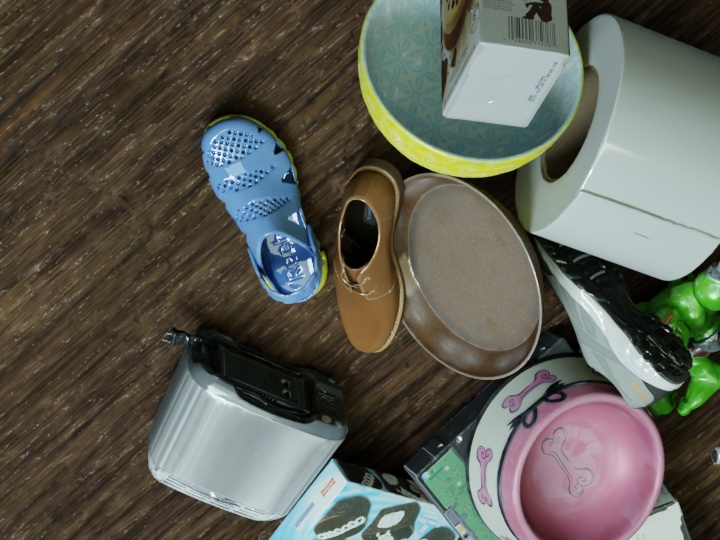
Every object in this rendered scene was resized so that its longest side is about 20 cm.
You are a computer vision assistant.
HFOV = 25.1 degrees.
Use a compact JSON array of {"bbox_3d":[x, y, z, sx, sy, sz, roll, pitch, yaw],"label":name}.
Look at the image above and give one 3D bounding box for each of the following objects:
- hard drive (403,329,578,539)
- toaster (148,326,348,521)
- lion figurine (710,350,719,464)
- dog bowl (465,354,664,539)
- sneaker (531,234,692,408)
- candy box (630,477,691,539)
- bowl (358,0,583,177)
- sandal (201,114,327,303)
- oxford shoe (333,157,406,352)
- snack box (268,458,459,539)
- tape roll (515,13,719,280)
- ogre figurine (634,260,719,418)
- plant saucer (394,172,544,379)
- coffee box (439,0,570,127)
[{"bbox_3d":[0.155,0.175,1.586,0.200,0.038,0.140,-43,114,-9],"label":"hard drive"},{"bbox_3d":[-0.117,0.148,1.529,0.199,0.114,0.130,23,111,-17],"label":"toaster"},{"bbox_3d":[0.420,0.149,1.620,0.121,0.072,0.202,-1,109,-18],"label":"lion figurine"},{"bbox_3d":[0.204,0.187,1.548,0.198,0.074,0.202,-5,105,-21],"label":"dog bowl"},{"bbox_3d":[0.219,0.044,1.506,0.074,0.201,0.079,-18,154,-41],"label":"sneaker"},{"bbox_3d":[0.248,0.313,1.673,0.198,0.061,0.137,-21,114,3],"label":"candy box"},{"bbox_3d":[0.086,-0.157,1.413,0.198,0.202,0.108,7,154,-10],"label":"bowl"},{"bbox_3d":[-0.082,-0.049,1.464,0.079,0.087,0.201,-26,112,6],"label":"sandal"},{"bbox_3d":[0.000,0.000,1.489,0.071,0.071,0.202,9,124,16],"label":"oxford shoe"},{"bbox_3d":[0.012,0.257,1.587,0.199,0.037,0.117,22,111,-45],"label":"snack box"},{"bbox_3d":[0.240,-0.107,1.417,0.138,0.203,0.204,18,110,-15],"label":"tape roll"},{"bbox_3d":[0.325,0.064,1.547,0.098,0.200,0.120,-42,98,-26],"label":"ogre figurine"},{"bbox_3d":[0.097,0.001,1.474,0.034,0.199,0.202,-28,120,-37],"label":"plant saucer"},{"bbox_3d":[0.116,-0.236,1.334,0.079,0.202,0.113,6,153,-11],"label":"coffee box"}]
